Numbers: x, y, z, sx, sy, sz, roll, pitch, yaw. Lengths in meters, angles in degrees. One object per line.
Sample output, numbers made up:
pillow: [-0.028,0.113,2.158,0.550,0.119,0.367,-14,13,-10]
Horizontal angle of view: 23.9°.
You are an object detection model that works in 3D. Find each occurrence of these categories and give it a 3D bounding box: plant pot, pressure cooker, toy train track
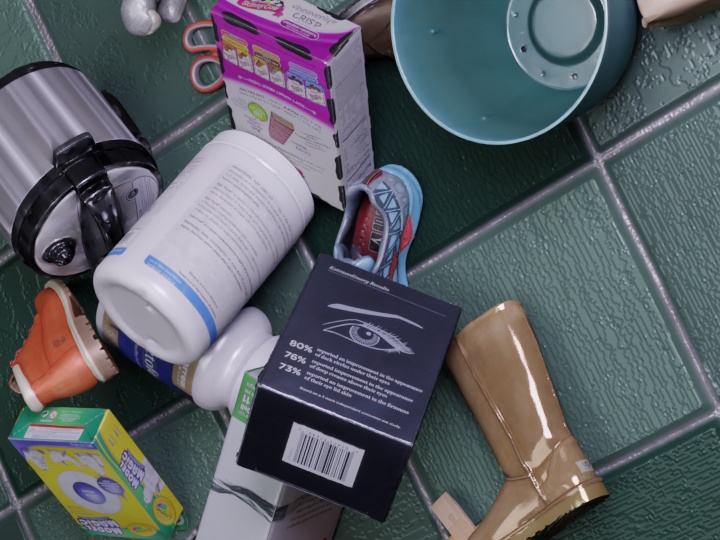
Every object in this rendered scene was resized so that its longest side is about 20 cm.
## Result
plant pot: [0.149,-0.215,1.476,0.198,0.160,0.203,4,99,28]
pressure cooker: [-0.300,-0.089,1.735,0.179,0.175,0.200,-50,64,19]
toy train track: [0.142,0.234,1.621,0.200,0.032,0.115,-48,66,20]

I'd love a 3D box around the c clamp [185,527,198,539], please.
c clamp: [-0.174,0.407,1.825,0.171,0.027,0.201,-45,74,26]

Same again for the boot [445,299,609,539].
boot: [0.127,0.158,1.583,0.175,0.066,0.201,-36,66,24]

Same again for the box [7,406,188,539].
box: [-0.270,0.221,1.782,0.116,0.049,0.201,-1,140,30]

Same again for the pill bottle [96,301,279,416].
pill bottle: [-0.160,0.069,1.719,0.199,0.115,0.117,30,111,23]

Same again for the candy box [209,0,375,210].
candy box: [-0.060,-0.165,1.600,0.135,0.061,0.201,27,148,24]

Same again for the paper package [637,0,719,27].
paper package: [0.304,-0.327,1.406,0.198,0.103,0.193,-21,87,31]

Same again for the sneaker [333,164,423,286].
sneaker: [0.000,0.000,1.629,0.079,0.095,0.203,11,102,29]

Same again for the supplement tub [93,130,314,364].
supplement tub: [-0.149,-0.022,1.632,0.131,0.200,0.133,30,152,18]

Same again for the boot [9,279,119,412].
boot: [-0.328,0.077,1.780,0.107,0.200,0.075,-33,118,-5]

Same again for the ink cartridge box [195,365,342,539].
ink cartridge box: [-0.072,0.194,1.668,0.082,0.146,0.202,26,108,26]

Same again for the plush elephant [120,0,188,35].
plush elephant: [-0.132,-0.316,1.637,0.153,0.200,0.166,12,118,5]

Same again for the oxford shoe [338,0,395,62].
oxford shoe: [0.028,-0.223,1.597,0.200,0.072,0.085,-40,81,29]

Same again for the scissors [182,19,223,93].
scissors: [-0.096,-0.214,1.701,0.198,0.014,0.074,4,97,31]

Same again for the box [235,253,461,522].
box: [-0.008,0.101,1.525,0.146,0.201,0.105,21,129,4]
